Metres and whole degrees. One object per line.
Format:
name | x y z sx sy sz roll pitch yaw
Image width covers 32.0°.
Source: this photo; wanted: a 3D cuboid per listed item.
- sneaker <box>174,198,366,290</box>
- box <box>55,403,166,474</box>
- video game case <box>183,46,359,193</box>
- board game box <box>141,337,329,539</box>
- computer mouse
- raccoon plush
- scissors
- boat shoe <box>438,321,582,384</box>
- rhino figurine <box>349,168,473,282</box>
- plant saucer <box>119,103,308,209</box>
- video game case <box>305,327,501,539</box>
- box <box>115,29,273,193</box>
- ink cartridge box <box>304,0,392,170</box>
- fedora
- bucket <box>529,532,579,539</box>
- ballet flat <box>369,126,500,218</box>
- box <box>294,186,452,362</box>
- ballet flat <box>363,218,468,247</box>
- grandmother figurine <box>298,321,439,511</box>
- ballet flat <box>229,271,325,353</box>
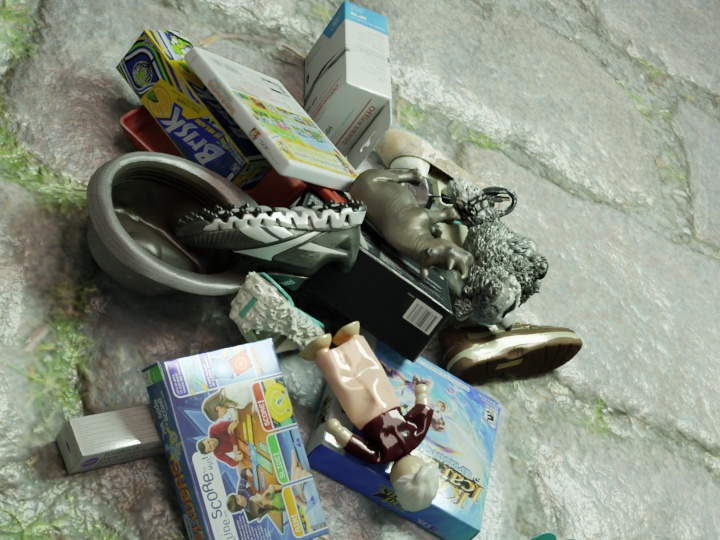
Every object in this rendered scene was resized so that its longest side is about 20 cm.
sneaker | -0.088 -0.022 1.269 0.200 0.066 0.091 -4 100 -21
box | -0.190 0.150 1.199 0.200 0.039 0.041 -8 61 -41
video game case | -0.092 -0.165 1.416 0.182 0.023 0.200 50 16 18
board game box | -0.117 0.173 1.193 0.135 0.034 0.200 -10 79 -41
computer mouse | 0.098 -0.092 1.580 0.200 0.034 0.059 7 80 -6
raccoon plush | 0.128 -0.015 1.484 0.200 0.097 0.134 47 31 21
scissors | -0.015 -0.065 1.389 0.073 0.014 0.200 28 14 -42
boat shoe | 0.180 0.082 1.509 0.202 0.075 0.075 -3 52 -38
rhino figurine | 0.058 -0.049 1.396 0.087 0.060 0.200 -8 43 -33
plant saucer | -0.159 -0.136 1.469 0.200 0.037 0.200 43 41 2
video game case | 0.052 0.174 1.355 0.200 0.045 0.181 30 44 -12
box | -0.181 -0.176 1.403 0.200 0.064 0.070 51 29 12
ink cartridge box | -0.018 -0.231 1.594 0.067 0.116 0.200 19 46 -23
fedora | -0.202 -0.032 1.306 0.200 0.090 0.177 15 48 -31
bucket | 0.168 0.372 1.205 0.207 0.135 0.207 21 45 -22
ballet flat | 0.096 -0.116 1.621 0.200 0.068 0.067 28 50 -12
box | 0.000 0.000 1.401 0.200 0.079 0.141 35 15 -6
ballet flat | 0.065 -0.036 1.523 0.200 0.069 0.070 6 52 -43
grandmother figurine | 0.022 0.151 1.280 0.121 0.061 0.200 -24 74 -15
ballet flat | -0.092 0.052 1.301 0.072 0.072 0.200 60 3 20
